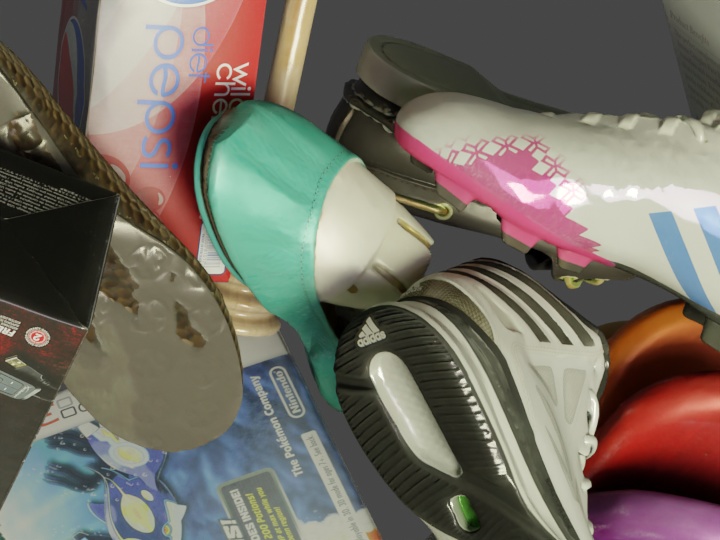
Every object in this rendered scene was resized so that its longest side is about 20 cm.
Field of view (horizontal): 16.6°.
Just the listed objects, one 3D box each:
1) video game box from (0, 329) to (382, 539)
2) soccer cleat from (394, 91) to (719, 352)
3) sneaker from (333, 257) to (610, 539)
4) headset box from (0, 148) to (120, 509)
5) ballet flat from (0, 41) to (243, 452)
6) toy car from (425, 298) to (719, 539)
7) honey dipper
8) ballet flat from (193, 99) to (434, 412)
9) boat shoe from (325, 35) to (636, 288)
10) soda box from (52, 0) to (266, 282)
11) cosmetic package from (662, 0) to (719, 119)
[{"bbox_3d":[-0.081,0.125,0.920,0.181,0.200,0.047,-21,140,-10],"label":"video game box"},{"bbox_3d":[0.109,-0.034,0.912,0.199,0.070,0.087,26,102,-18],"label":"soccer cleat"},{"bbox_3d":[0.075,0.086,0.892,0.115,0.075,0.201,-32,101,-50],"label":"sneaker"},{"bbox_3d":[-0.187,0.040,0.833,0.148,0.077,0.200,22,126,-12],"label":"headset box"},{"bbox_3d":[-0.105,-0.015,0.866,0.067,0.046,0.200,-34,120,5],"label":"ballet flat"},{"bbox_3d":[0.122,0.104,0.983,0.174,0.150,0.201,22,65,-22],"label":"toy car"},{"bbox_3d":[-0.028,-0.074,0.944,0.038,0.038,0.201,8,104,-23],"label":"honey dipper"},{"bbox_3d":[0.000,0.000,0.924,0.068,0.070,0.200,-68,156,-21],"label":"ballet flat"},{"bbox_3d":[0.078,-0.029,0.985,0.200,0.072,0.061,22,108,-19],"label":"boat shoe"},{"bbox_3d":[-0.072,-0.099,0.896,0.063,0.070,0.201,2,114,-18],"label":"soda box"},{"bbox_3d":[0.161,-0.124,0.953,0.074,0.102,0.201,-22,120,-10],"label":"cosmetic package"}]
